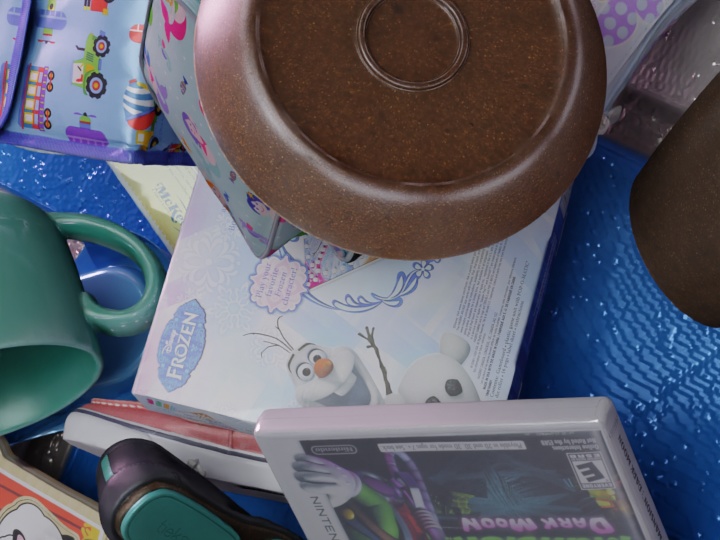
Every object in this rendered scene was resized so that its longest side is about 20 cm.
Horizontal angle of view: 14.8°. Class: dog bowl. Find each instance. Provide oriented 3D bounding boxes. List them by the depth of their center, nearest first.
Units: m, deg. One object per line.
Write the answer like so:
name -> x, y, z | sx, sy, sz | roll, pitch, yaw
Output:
dog bowl -> -0.175, 0.044, 1.634 | 0.200, 0.050, 0.112 | -16, 79, 25

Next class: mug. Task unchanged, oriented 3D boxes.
mug -> -0.218, 0.019, 1.559 | 0.152, 0.185, 0.115 | -46, 57, 53

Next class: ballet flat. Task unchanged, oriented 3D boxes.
ballet flat -> -0.079, 0.149, 1.511 | 0.073, 0.200, 0.073 | -20, 49, 26

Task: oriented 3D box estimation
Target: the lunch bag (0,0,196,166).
lunch bag -> -0.174, -0.145, 1.551 | 0.200, 0.094, 0.151 | 10, 95, 28

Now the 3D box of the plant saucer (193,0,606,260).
plant saucer -> 0.022, -0.104, 1.303 | 0.200, 0.034, 0.201 | 2, 72, -7

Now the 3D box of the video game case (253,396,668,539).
video game case -> 0.064, 0.140, 1.447 | 0.200, 0.182, 0.023 | -4, 40, 27

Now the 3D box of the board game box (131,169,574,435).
board game box -> 0.000, 0.000, 1.496 | 0.199, 0.043, 0.200 | 14, 77, 12

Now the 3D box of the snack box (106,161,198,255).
snack box -> -0.109, -0.114, 1.588 | 0.116, 0.037, 0.200 | -36, 84, 14

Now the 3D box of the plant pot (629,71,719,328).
plant pot -> 0.237, -0.052, 1.368 | 0.200, 0.187, 0.187 | -32, 72, 38

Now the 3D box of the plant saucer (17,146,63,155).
plant saucer -> -0.171, -0.170, 1.641 | 0.201, 0.039, 0.201 | 1, 95, 15

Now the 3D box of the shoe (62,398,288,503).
shoe -> -0.062, 0.077, 1.546 | 0.200, 0.071, 0.091 | 11, 79, 13

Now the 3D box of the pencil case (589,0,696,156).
pencil case -> 0.137, -0.152, 1.441 | 0.200, 0.083, 0.091 | -52, 43, -3

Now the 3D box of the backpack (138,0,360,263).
backpack -> -0.028, -0.115, 1.411 | 0.150, 0.178, 0.200 | -21, 73, -17

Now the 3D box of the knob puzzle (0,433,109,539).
knob puzzle -> -0.242, 0.187, 1.639 | 0.219, 0.030, 0.220 | 8, 106, 31
